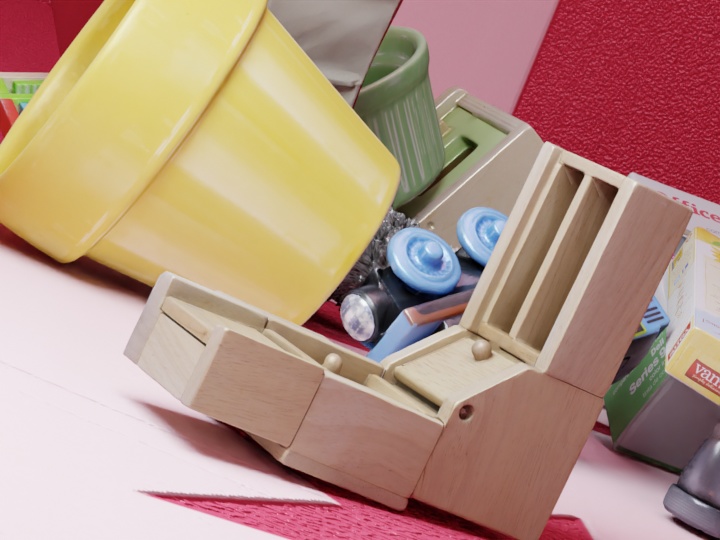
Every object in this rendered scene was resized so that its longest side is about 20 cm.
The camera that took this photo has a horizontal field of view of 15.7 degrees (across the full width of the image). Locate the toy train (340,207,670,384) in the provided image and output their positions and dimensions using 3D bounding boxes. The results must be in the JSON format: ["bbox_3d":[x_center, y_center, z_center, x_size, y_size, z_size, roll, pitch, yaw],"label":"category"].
[{"bbox_3d":[0.080,0.027,1.509,0.200,0.087,0.114,-15,63,-41],"label":"toy train"}]

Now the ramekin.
[{"bbox_3d":[-0.034,-0.097,1.905,0.199,0.098,0.200,-15,19,5],"label":"ramekin"}]

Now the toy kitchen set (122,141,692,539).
[{"bbox_3d":[0.004,-0.002,1.231,0.200,0.181,0.163,24,4,-31],"label":"toy kitchen set"}]

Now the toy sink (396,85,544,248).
[{"bbox_3d":[0.072,-0.055,1.994,0.112,0.130,0.200,51,-4,-22],"label":"toy sink"}]

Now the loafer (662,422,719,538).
[{"bbox_3d":[0.248,0.129,1.534,0.072,0.063,0.200,27,8,34],"label":"loafer"}]

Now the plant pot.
[{"bbox_3d":[-0.087,-0.065,1.485,0.189,0.201,0.201,36,3,-12],"label":"plant pot"}]

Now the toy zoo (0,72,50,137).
[{"bbox_3d":[-0.172,-0.088,1.765,0.131,0.021,0.200,-1,26,-19],"label":"toy zoo"}]

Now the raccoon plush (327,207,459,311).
[{"bbox_3d":[0.000,0.000,1.637,0.134,0.097,0.200,32,10,30],"label":"raccoon plush"}]

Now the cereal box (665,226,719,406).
[{"bbox_3d":[0.253,0.051,1.583,0.144,0.040,0.200,32,20,-3],"label":"cereal box"}]

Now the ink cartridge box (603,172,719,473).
[{"bbox_3d":[0.232,0.045,1.725,0.145,0.088,0.200,20,34,-20],"label":"ink cartridge box"}]

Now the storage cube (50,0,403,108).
[{"bbox_3d":[-0.087,-0.187,1.672,0.199,0.171,0.180,8,41,-22],"label":"storage cube"}]
